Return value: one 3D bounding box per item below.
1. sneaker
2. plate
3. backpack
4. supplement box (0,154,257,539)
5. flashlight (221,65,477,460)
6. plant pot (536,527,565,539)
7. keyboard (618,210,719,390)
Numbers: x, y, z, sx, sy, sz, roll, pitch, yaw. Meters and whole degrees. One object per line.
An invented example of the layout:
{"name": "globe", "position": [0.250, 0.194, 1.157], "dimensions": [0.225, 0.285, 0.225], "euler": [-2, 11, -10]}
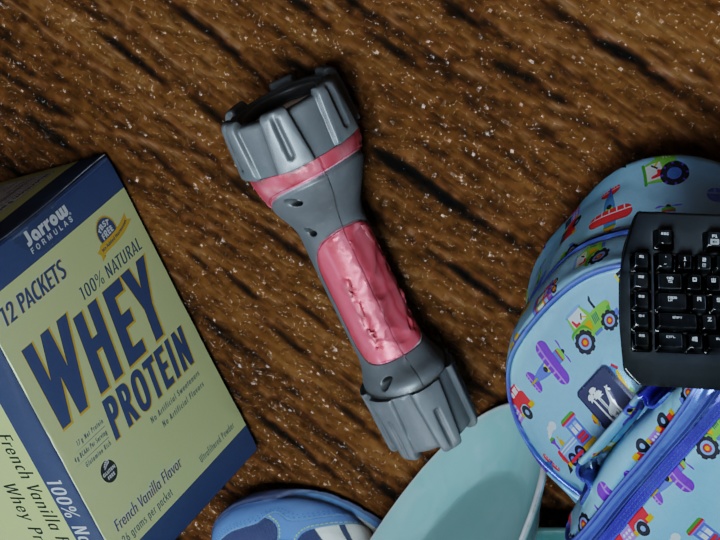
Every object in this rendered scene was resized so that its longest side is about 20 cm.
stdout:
{"name": "sneaker", "position": [-0.007, 0.185, 1.144], "dimensions": [0.198, 0.082, 0.075], "euler": [18, 130, 25]}
{"name": "plate", "position": [0.039, 0.156, 1.022], "dimensions": [0.025, 0.201, 0.200], "euler": [33, 135, -14]}
{"name": "backpack", "position": [0.153, 0.059, 0.921], "dimensions": [0.200, 0.134, 0.183], "euler": [43, 132, 4]}
{"name": "supplement box", "position": [-0.204, 0.067, 1.157], "dimensions": [0.198, 0.134, 0.201], "euler": [-12, 113, 38]}
{"name": "flashlight", "position": [0.000, 0.000, 1.026], "dimensions": [0.067, 0.068, 0.201], "euler": [-14, 110, 35]}
{"name": "plant pot", "position": [0.134, 0.254, 1.051], "dimensions": [0.140, 0.142, 0.201], "euler": [-3, 125, 20]}
{"name": "keyboard", "position": [0.204, -0.002, 0.831], "dimensions": [0.198, 0.105, 0.040], "euler": [2, 160, -5]}
